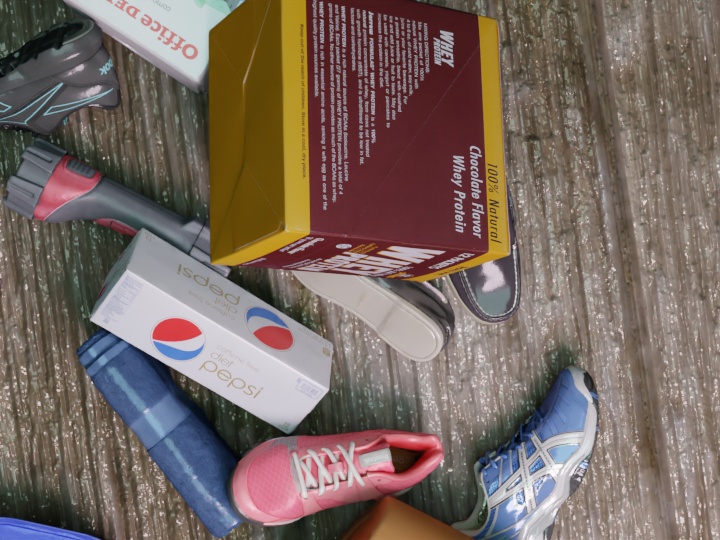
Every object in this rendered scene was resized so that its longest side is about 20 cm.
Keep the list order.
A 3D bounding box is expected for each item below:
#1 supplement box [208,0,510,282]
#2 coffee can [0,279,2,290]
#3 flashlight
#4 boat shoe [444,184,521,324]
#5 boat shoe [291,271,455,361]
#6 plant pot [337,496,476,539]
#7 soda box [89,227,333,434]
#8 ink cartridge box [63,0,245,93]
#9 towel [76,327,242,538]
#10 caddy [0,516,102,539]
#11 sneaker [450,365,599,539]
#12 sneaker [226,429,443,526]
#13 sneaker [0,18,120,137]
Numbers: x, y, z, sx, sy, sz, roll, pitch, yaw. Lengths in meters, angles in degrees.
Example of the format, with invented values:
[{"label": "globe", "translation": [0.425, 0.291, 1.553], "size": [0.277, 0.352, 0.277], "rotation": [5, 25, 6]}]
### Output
[{"label": "supplement box", "translation": [-0.003, -0.103, 0.991], "size": [0.199, 0.133, 0.198], "rotation": [5, 77, -30]}, {"label": "coffee can", "translation": [-0.419, 0.005, 1.025], "size": [0.200, 0.146, 0.147], "rotation": [38, 90, -3]}, {"label": "flashlight", "translation": [-0.205, -0.040, 1.078], "size": [0.199, 0.068, 0.068], "rotation": [29, 78, -8]}, {"label": "boat shoe", "translation": [0.099, -0.049, 1.088], "size": [0.071, 0.065, 0.201], "rotation": [-10, 94, -4]}, {"label": "boat shoe", "translation": [0.000, 0.000, 1.098], "size": [0.200, 0.057, 0.067], "rotation": [41, 126, 0]}, {"label": "plant pot", "translation": [0.031, 0.281, 1.016], "size": [0.140, 0.200, 0.200], "rotation": [40, 90, -2]}, {"label": "soda box", "translation": [-0.120, 0.052, 1.052], "size": [0.200, 0.068, 0.064], "rotation": [33, 119, -17]}, {"label": "ink cartridge box", "translation": [-0.141, -0.273, 1.057], "size": [0.144, 0.084, 0.201], "rotation": [32, 91, -3]}, {"label": "towel", "translation": [-0.159, 0.130, 1.059], "size": [0.048, 0.112, 0.200], "rotation": [-37, 93, 0]}, {"label": "caddy", "translation": [-0.278, 0.289, 1.068], "size": [0.199, 0.105, 0.142], "rotation": [14, 68, -3]}, {"label": "sneaker", "translation": [0.146, 0.174, 1.095], "size": [0.077, 0.076, 0.201], "rotation": [24, 90, -8]}, {"label": "sneaker", "translation": [-0.016, 0.160, 1.042], "size": [0.199, 0.087, 0.074], "rotation": [-6, 74, -35]}, {"label": "sneaker", "translation": [-0.298, -0.143, 1.060], "size": [0.199, 0.076, 0.079], "rotation": [-17, 126, 13]}]
